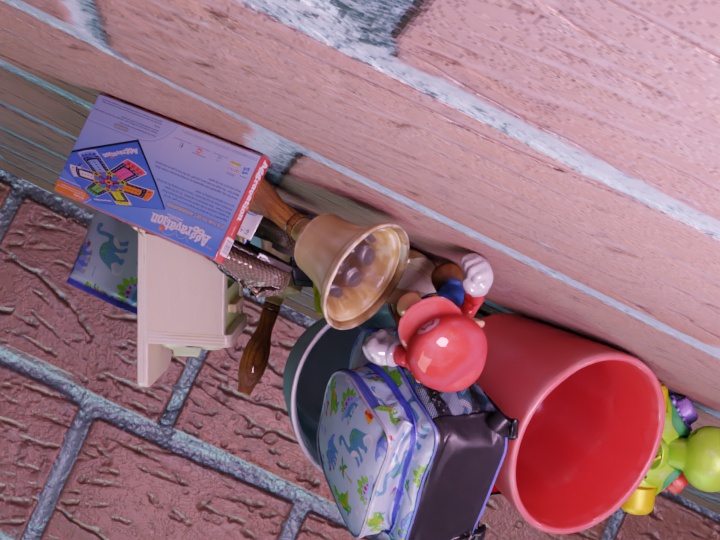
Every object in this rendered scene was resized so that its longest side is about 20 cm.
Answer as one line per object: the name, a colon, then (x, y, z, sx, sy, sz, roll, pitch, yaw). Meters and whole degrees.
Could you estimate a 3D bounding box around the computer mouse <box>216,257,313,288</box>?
computer mouse: (-0.081, -0.010, 1.617, 0.199, 0.059, 0.034, 2, 177, -44)

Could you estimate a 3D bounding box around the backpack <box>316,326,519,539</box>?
backpack: (0.040, 0.155, 1.407, 0.146, 0.184, 0.201, -1, -145, -21)

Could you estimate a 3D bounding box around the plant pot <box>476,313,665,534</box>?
plant pot: (0.182, 0.140, 1.472, 0.200, 0.201, 0.177, 29, -177, -39)

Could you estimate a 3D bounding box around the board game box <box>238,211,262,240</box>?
board game box: (-0.165, -0.084, 1.450, 0.134, 0.034, 0.200, 27, -176, -8)

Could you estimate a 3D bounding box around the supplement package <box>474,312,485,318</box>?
supplement package: (0.099, 0.094, 1.712, 0.199, 0.110, 0.114, 26, 175, -14)

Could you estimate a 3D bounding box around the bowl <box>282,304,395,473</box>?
bowl: (-0.006, 0.124, 1.567, 0.200, 0.202, 0.105, 28, 175, -29)

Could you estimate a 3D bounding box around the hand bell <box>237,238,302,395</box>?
hand bell: (-0.108, 0.052, 1.718, 0.103, 0.202, 0.104, 18, 176, 1)

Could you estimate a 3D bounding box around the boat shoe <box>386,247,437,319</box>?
boat shoe: (0.056, 0.025, 1.472, 0.074, 0.067, 0.200, 22, 174, 30)

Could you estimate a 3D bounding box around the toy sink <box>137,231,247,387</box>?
toy sink: (-0.195, 0.031, 1.697, 0.111, 0.202, 0.130, 3, -171, 5)

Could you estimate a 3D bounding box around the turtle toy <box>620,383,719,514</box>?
turtle toy: (0.321, 0.188, 1.550, 0.100, 0.147, 0.200, 3, -173, -29)

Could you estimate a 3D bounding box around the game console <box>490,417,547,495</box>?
game console: (0.144, 0.200, 1.671, 0.198, 0.119, 0.173, -12, 137, 8)

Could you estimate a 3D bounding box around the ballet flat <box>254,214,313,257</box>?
ballet flat: (-0.102, -0.057, 1.580, 0.067, 0.047, 0.200, 12, -171, -34)

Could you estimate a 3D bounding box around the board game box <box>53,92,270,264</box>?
board game box: (-0.184, -0.086, 1.311, 0.199, 0.104, 0.019, 23, 174, 28)

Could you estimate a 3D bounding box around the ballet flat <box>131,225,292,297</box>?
ballet flat: (-0.158, -0.023, 1.408, 0.199, 0.047, 0.067, 25, -175, -25)

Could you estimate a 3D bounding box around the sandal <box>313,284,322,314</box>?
sandal: (0.000, 0.000, 1.539, 0.086, 0.080, 0.200, -4, 175, -9)

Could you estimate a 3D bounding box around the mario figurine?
mario figurine: (0.060, 0.036, 1.288, 0.105, 0.125, 0.200, 8, -170, -1)

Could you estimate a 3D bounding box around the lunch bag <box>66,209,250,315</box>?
lunch bag: (-0.242, -0.020, 1.820, 0.199, 0.171, 0.127, 22, -177, 22)

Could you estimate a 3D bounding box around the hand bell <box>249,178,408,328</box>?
hand bell: (-0.063, -0.044, 1.297, 0.199, 0.105, 0.104, 36, -179, 30)
